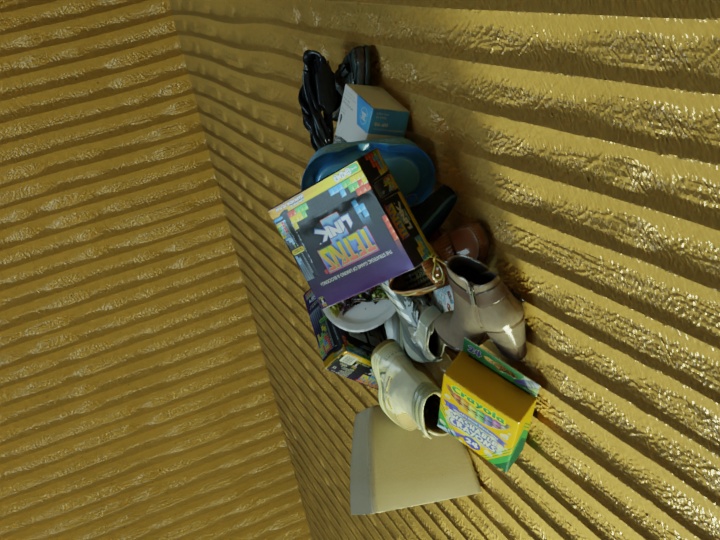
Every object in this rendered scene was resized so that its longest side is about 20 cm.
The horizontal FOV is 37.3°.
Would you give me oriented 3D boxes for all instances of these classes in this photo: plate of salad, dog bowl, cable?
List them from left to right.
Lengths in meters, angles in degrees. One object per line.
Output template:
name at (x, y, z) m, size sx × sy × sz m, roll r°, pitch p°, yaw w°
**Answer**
cable at (-0.074, -0.258, 1.752) m, size 0.163 × 0.050 × 0.203 m, roll -167°, pitch 68°, yaw -75°
plate of salad at (0.000, 0.000, 1.751) m, size 0.048 × 0.200 × 0.202 m, roll 20°, pitch -144°, yaw -52°
dog bowl at (0.010, -0.140, 1.574) m, size 0.050 × 0.197 × 0.113 m, roll -100°, pitch 3°, yaw -58°

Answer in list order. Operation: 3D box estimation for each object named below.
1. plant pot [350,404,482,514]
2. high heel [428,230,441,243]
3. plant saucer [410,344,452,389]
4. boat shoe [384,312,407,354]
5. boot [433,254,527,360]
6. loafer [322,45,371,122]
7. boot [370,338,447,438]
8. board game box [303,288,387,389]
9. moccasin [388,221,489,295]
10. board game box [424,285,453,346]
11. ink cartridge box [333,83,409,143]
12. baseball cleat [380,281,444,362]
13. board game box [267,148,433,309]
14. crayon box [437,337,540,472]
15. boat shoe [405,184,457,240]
plant pot at (0.079, 0.324, 1.885) m, size 0.200 × 0.197 × 0.180 m, roll 130°, pitch 130°, yaw -73°
high heel at (0.082, -0.091, 1.640) m, size 0.200 × 0.066 × 0.097 m, roll -133°, pitch 44°, yaw -60°
plant saucer at (0.133, 0.199, 1.737) m, size 0.201 × 0.035 × 0.201 m, roll 55°, pitch 165°, yaw 22°
boat shoe at (0.050, 0.052, 1.787) m, size 0.075 × 0.067 × 0.203 m, roll 20°, pitch -114°, yaw -71°
boot at (0.149, 0.043, 1.450) m, size 0.199 × 0.070 × 0.147 m, roll 15°, pitch 140°, yaw 49°
loafer at (-0.023, -0.294, 1.731) m, size 0.200 × 0.062 × 0.073 m, roll 107°, pitch 161°, yaw -67°
boot at (0.093, 0.220, 1.709) m, size 0.155 × 0.072 × 0.201 m, roll 43°, pitch 159°, yaw 44°
board game box at (0.003, 0.121, 1.868) m, size 0.199 × 0.057 × 0.167 m, roll 27°, pitch -149°, yaw -41°
moccasin at (0.108, -0.014, 1.504) m, size 0.201 × 0.077 × 0.075 m, roll -24°, pitch 83°, yaw 53°
board game box at (0.130, 0.051, 1.652) m, size 0.200 × 0.034 × 0.128 m, roll 152°, pitch 100°, yaw -75°
ink cartridge box at (0.005, -0.174, 1.658) m, size 0.116 × 0.066 × 0.203 m, roll -130°, pitch 47°, yaw -54°
baseball cleat at (0.086, 0.043, 1.639) m, size 0.106 × 0.069 × 0.202 m, roll -8°, pitch 105°, yaw 63°
board game box at (-0.017, -0.054, 1.495) m, size 0.199 × 0.057 × 0.167 m, roll -25°, pitch 95°, yaw 43°
crayon box at (0.175, 0.192, 1.495) m, size 0.125 × 0.052 × 0.201 m, roll 32°, pitch 152°, yaw 20°
boat shoe at (0.058, -0.059, 1.548) m, size 0.069 × 0.084 × 0.200 m, roll 51°, pitch 121°, yaw 13°
